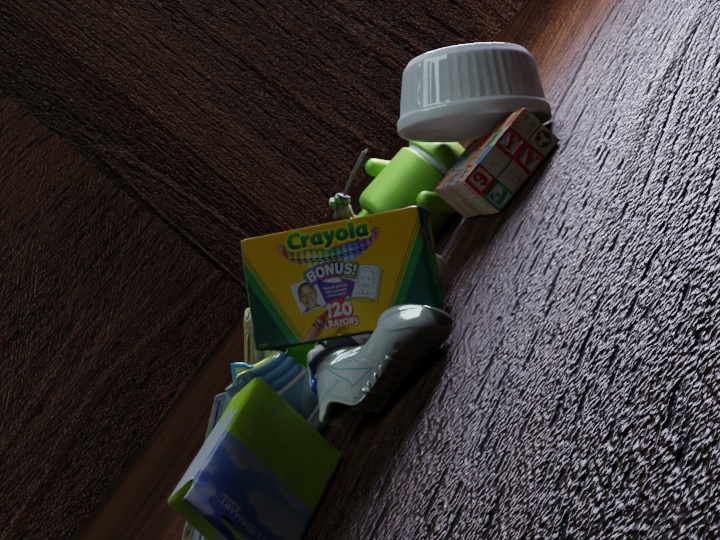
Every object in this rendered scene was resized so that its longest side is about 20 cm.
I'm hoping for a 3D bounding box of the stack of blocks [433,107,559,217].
[{"bbox_3d":[0.165,-0.130,1.651,0.115,0.059,0.200,-50,6,-5],"label":"stack of blocks"}]

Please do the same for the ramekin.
[{"bbox_3d":[0.143,-0.232,1.728,0.201,0.095,0.202,-6,-5,-1],"label":"ramekin"}]

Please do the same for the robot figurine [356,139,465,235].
[{"bbox_3d":[0.079,-0.107,1.856,0.200,0.116,0.175,-48,33,-3],"label":"robot figurine"}]

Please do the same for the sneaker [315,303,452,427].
[{"bbox_3d":[0.024,0.099,1.325,0.200,0.070,0.081,-38,37,44],"label":"sneaker"}]

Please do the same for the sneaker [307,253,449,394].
[{"bbox_3d":[0.010,0.069,1.440,0.147,0.081,0.200,-51,4,-37],"label":"sneaker"}]

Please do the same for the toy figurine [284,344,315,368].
[{"bbox_3d":[-0.024,0.066,1.692,0.184,0.149,0.201,-17,-55,-76],"label":"toy figurine"}]

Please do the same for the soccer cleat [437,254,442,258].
[{"bbox_3d":[0.000,0.000,1.537,0.078,0.199,0.070,55,-148,-60],"label":"soccer cleat"}]

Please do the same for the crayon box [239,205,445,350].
[{"bbox_3d":[-0.018,0.010,1.382,0.199,0.120,0.058,-11,-6,15],"label":"crayon box"}]

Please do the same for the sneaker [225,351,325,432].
[{"bbox_3d":[-0.127,0.181,1.536,0.200,0.130,0.080,-51,8,-9],"label":"sneaker"}]

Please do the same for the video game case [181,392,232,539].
[{"bbox_3d":[-0.180,0.249,1.639,0.182,0.022,0.201,153,131,-74],"label":"video game case"}]

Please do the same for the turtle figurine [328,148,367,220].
[{"bbox_3d":[0.011,-0.060,1.953,0.194,0.144,0.200,-59,7,-34],"label":"turtle figurine"}]

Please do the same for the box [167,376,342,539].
[{"bbox_3d":[-0.099,0.202,1.253,0.048,0.122,0.200,-41,10,31],"label":"box"}]

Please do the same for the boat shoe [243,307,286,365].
[{"bbox_3d":[-0.130,0.148,1.697,0.073,0.063,0.202,-28,-52,-65],"label":"boat shoe"}]
